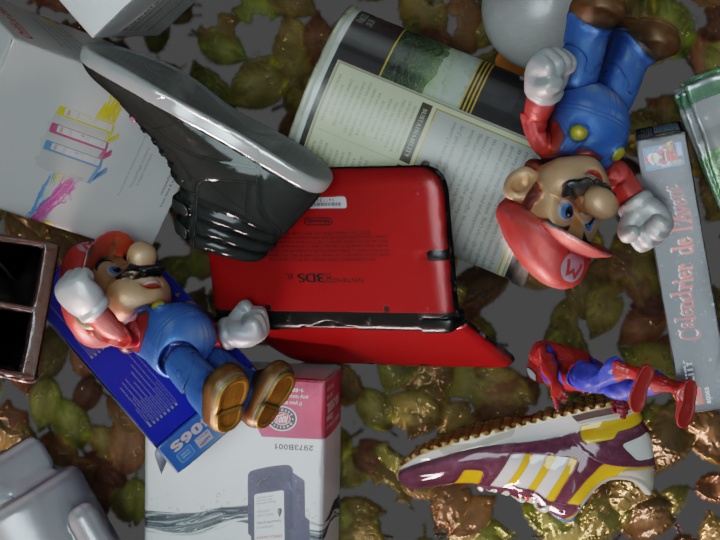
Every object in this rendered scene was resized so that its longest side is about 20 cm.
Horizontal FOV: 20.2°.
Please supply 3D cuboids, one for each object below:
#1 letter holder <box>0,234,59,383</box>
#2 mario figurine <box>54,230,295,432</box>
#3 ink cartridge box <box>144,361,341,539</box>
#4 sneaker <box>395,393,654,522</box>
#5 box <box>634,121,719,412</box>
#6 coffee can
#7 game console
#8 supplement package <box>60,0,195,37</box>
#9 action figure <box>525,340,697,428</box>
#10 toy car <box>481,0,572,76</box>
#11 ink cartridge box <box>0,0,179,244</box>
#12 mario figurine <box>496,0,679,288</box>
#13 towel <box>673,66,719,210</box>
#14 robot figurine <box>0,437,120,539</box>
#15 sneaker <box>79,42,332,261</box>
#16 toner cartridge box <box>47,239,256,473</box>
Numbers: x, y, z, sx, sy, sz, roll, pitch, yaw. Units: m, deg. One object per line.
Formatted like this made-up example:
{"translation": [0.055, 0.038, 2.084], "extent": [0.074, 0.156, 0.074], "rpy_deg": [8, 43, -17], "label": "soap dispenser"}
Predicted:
{"translation": [-0.316, 0.017, 1.484], "extent": [0.141, 0.200, 0.101], "rpy_deg": [11, 86, -20], "label": "letter holder"}
{"translation": [-0.137, 0.028, 1.440], "extent": [0.200, 0.124, 0.106], "rpy_deg": [34, 74, 30], "label": "mario figurine"}
{"translation": [-0.092, 0.176, 1.588], "extent": [0.144, 0.084, 0.201], "rpy_deg": [2, 97, 8], "label": "ink cartridge box"}
{"translation": [0.128, 0.158, 1.564], "extent": [0.199, 0.075, 0.091], "rpy_deg": [-15, 93, 10], "label": "sneaker"}
{"translation": [0.238, -0.006, 1.497], "extent": [0.037, 0.137, 0.201], "rpy_deg": [-10, 96, 8], "label": "box"}
{"translation": [0.058, -0.093, 1.504], "extent": [0.199, 0.146, 0.147], "rpy_deg": [23, 99, 4], "label": "coffee can"}
{"translation": [0.000, 0.000, 1.506], "extent": [0.199, 0.119, 0.173], "rpy_deg": [0, 102, 27], "label": "game console"}
{"translation": [-0.169, -0.254, 1.486], "extent": [0.120, 0.200, 0.121], "rpy_deg": [-41, 90, 10], "label": "supplement package"}
{"translation": [0.173, 0.082, 1.495], "extent": [0.065, 0.200, 0.052], "rpy_deg": [13, 92, -22], "label": "action figure"}
{"translation": [0.154, -0.218, 1.490], "extent": [0.176, 0.185, 0.201], "rpy_deg": [-4, 126, 7], "label": "toy car"}
{"translation": [-0.238, -0.114, 1.502], "extent": [0.199, 0.129, 0.126], "rpy_deg": [18, 103, -34], "label": "ink cartridge box"}
{"translation": [0.163, -0.084, 1.366], "extent": [0.123, 0.106, 0.201], "rpy_deg": [16, 82, 6], "label": "mario figurine"}
{"translation": [0.339, -0.073, 1.530], "extent": [0.149, 0.031, 0.201], "rpy_deg": [-21, 94, 10], "label": "towel"}
{"translation": [-0.243, 0.235, 1.601], "extent": [0.169, 0.113, 0.201], "rpy_deg": [-25, 95, 50], "label": "robot figurine"}
{"translation": [-0.127, -0.078, 1.429], "extent": [0.199, 0.071, 0.099], "rpy_deg": [32, 111, 0], "label": "sneaker"}
{"translation": [-0.163, 0.055, 1.537], "extent": [0.095, 0.043, 0.200], "rpy_deg": [-40, 53, -7], "label": "toner cartridge box"}
